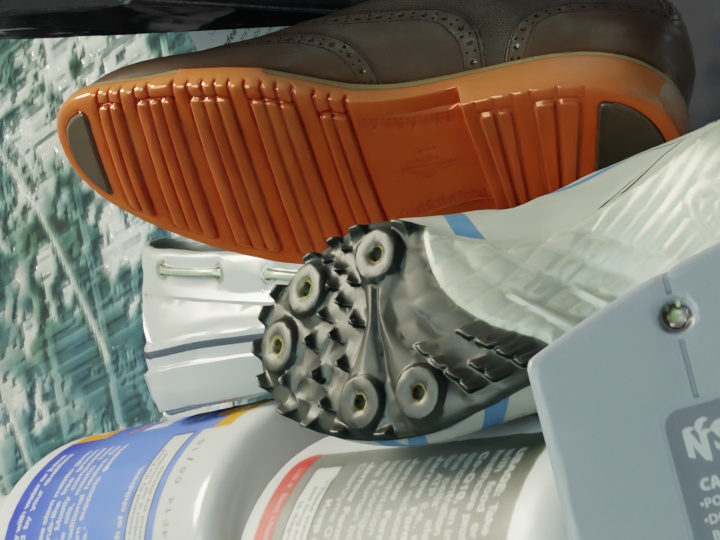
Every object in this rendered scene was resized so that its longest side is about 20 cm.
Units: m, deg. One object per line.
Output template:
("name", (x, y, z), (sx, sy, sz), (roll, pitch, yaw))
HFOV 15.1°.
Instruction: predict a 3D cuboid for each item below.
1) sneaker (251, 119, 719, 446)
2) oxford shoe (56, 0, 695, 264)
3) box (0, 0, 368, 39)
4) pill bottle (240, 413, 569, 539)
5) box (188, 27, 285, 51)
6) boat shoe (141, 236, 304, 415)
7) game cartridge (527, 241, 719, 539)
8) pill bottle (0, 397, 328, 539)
("sneaker", (0.061, 0.008, 0.782), (0.200, 0.072, 0.072), (-17, 70, 26))
("oxford shoe", (0.006, -0.051, 0.840), (0.073, 0.200, 0.071), (-74, -21, -46))
("box", (-0.094, -0.132, 0.905), (0.200, 0.122, 0.106), (3, 94, 47))
("pill bottle", (0.061, 0.096, 0.802), (0.200, 0.114, 0.114), (-11, 84, 53))
("box", (-0.013, -0.131, 0.946), (0.156, 0.041, 0.200), (-56, 51, 39))
("boat shoe", (0.000, 0.000, 0.879), (0.200, 0.074, 0.067), (-14, 91, 34))
("game cartridge", (0.147, 0.042, 0.664), (0.200, 0.040, 0.134), (-16, 80, 13))
("pill bottle", (-0.065, 0.109, 0.972), (0.200, 0.112, 0.112), (-13, 82, 52))
